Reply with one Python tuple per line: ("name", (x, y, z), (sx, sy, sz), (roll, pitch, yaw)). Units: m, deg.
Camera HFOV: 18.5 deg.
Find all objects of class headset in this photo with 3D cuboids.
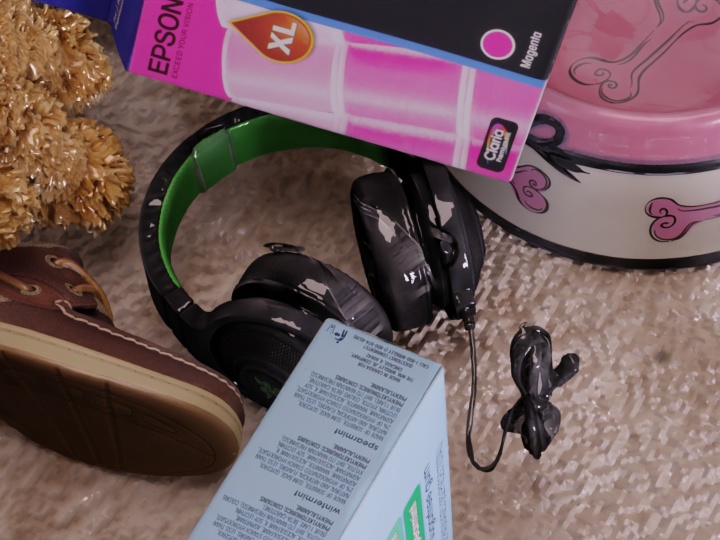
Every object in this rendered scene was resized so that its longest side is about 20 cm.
("headset", (0.000, 0.000, 0.836), (0.123, 0.094, 0.200), (-38, 61, -20))

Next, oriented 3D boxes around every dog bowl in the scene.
("dog bowl", (0.119, -0.102, 0.913), (0.199, 0.074, 0.201), (-2, 55, 3))

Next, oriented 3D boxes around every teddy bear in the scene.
("teddy bear", (-0.155, -0.075, 0.828), (0.067, 0.200, 0.145), (-19, 55, 33))

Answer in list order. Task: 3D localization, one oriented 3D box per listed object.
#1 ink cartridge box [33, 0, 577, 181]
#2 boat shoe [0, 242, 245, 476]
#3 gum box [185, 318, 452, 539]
("ink cartridge box", (-0.024, -0.104, 0.819), (0.199, 0.095, 0.037), (17, 39, 0))
("boat shoe", (-0.127, 0.018, 0.851), (0.199, 0.072, 0.072), (15, 58, 22))
("gum box", (-0.033, 0.143, 0.690), (0.044, 0.170, 0.200), (22, 59, 19))
